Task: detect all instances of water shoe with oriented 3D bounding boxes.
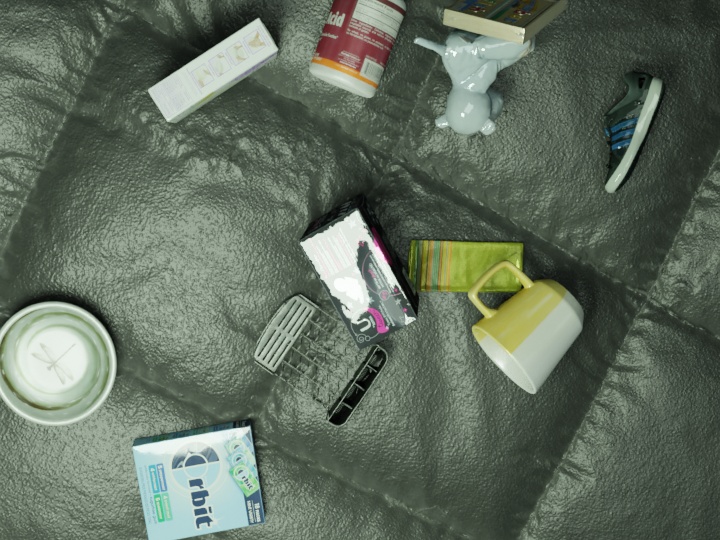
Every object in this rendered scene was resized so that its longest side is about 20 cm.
[{"bbox_3d":[0.438,-0.231,1.659,0.078,0.071,0.203,25,97,19],"label":"water shoe"}]

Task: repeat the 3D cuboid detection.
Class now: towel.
[{"bbox_3d":[0.178,-0.006,1.675,0.196,0.018,0.088,1,98,-7],"label":"towel"}]

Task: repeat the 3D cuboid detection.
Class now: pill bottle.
[{"bbox_3d":[0.004,-0.386,1.556,0.112,0.114,0.203,20,95,-8],"label":"pill bottle"}]

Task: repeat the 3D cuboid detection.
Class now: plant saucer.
[{"bbox_3d":[-0.491,0.146,1.606,0.196,0.050,0.204,-1,99,-6],"label":"plant saucer"}]

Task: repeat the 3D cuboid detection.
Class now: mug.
[{"bbox_3d":[0.280,0.085,1.632,0.153,0.149,0.187,-42,132,-7],"label":"mug"}]

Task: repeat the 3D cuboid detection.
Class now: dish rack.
[{"bbox_3d":[-0.071,0.144,1.650,0.199,0.055,0.155,35,92,-9],"label":"dish rack"}]

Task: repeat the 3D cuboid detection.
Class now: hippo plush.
[{"bbox_3d":[0.195,-0.297,1.559,0.157,0.200,0.164,4,110,24],"label":"hippo plush"}]

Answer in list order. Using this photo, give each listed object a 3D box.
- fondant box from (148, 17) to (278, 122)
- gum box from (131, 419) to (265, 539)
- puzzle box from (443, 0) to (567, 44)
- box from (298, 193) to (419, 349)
[{"bbox_3d":[-0.223,-0.304,1.526,0.198,0.144,0.059,-34,100,-1],"label":"fondant box"},{"bbox_3d":[-0.268,0.353,1.662,0.196,0.045,0.173,-9,98,-6],"label":"gum box"},{"bbox_3d":[0.225,-0.400,1.522,0.131,0.200,0.026,20,126,21],"label":"puzzle box"},{"bbox_3d":[0.000,0.000,1.594,0.113,0.132,0.202,-27,101,10],"label":"box"}]
